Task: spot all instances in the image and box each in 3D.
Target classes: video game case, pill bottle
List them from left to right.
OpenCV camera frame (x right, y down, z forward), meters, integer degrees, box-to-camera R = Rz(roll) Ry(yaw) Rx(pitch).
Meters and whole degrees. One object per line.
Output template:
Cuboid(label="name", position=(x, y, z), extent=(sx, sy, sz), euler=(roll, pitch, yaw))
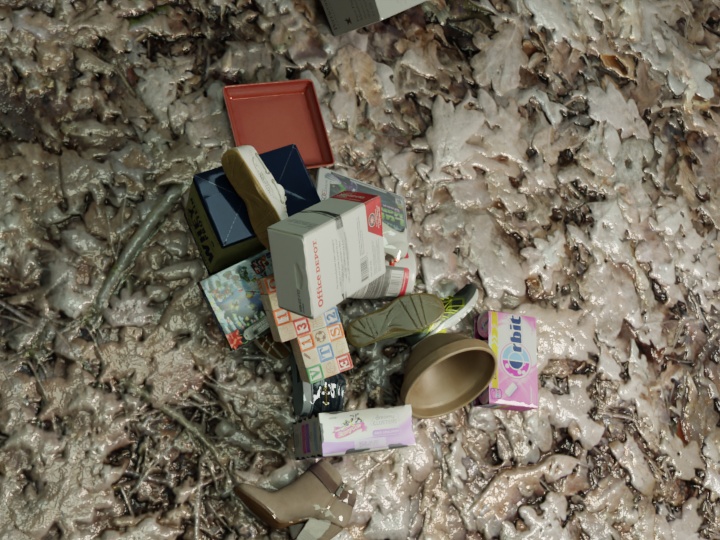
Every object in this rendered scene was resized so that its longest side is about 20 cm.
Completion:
Cuboid(label="pill bottle", position=(0.000, 0.000, 1.370), extent=(0.198, 0.111, 0.112), euler=(6, 72, -17))
Cuboid(label="video game case", position=(0.001, -0.127, 1.405), extent=(0.198, 0.023, 0.183), euler=(19, 35, -13))

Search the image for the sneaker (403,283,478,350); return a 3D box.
Cuboid(label="sneaker", position=(0.161, 0.082, 1.420), extent=(0.200, 0.074, 0.085), euler=(-41, 89, -25))

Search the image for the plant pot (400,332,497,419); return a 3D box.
Cuboid(label="plant pot", position=(0.156, 0.188, 1.346), extent=(0.199, 0.202, 0.093), euler=(-12, 46, -22))

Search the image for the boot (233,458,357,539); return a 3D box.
Cuboid(label="boot", position=(-0.106, 0.398, 1.243), extent=(0.200, 0.070, 0.146), euler=(42, 59, -4))

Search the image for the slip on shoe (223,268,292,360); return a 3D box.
Cuboid(label="slip on shoe", position=(-0.198, 0.081, 1.305), extent=(0.076, 0.061, 0.200), euler=(-43, 100, -18))

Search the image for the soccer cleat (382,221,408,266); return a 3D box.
Cuboid(label="soccer cleat", position=(-0.005, -0.067, 1.297), extent=(0.198, 0.069, 0.078), euler=(15, 73, -15))

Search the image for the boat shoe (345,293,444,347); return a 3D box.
Cuboid(label="boat shoe", position=(0.066, 0.099, 1.360), extent=(0.199, 0.063, 0.074), euler=(-23, 82, -7))

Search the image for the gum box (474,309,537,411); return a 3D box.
Cuboid(label="gum box", position=(0.300, 0.183, 1.440), extent=(0.112, 0.066, 0.202), euler=(9, 71, -18))

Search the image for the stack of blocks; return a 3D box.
Cuboid(label="stack of blocks", position=(-0.099, 0.094, 1.236), extent=(0.114, 0.058, 0.202), euler=(-18, 95, -21))

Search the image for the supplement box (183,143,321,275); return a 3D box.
Cuboid(label="supplement box", position=(-0.202, -0.108, 1.284), extent=(0.199, 0.200, 0.135), euler=(-22, 83, -23))

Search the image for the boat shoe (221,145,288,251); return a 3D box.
Cuboid(label="boat shoe", position=(-0.152, -0.118, 1.157), extent=(0.069, 0.070, 0.201), euler=(-37, 104, -49))

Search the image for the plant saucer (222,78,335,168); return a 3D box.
Cuboid(label="plant saucer", position=(-0.171, -0.292, 1.441), extent=(0.198, 0.037, 0.202), euler=(-11, 79, -22))

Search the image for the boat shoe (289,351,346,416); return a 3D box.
Cuboid(label="boat shoe", position=(-0.081, 0.174, 1.319), extent=(0.090, 0.071, 0.202), euler=(6, 73, -28))

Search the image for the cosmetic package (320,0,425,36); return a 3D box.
Cuboid(label="cosmetic package", position=(0.023, -0.623, 1.494), extent=(0.164, 0.199, 0.166), euler=(-32, 111, -25))

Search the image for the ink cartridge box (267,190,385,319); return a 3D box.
Cuboid(label="ink cartridge box", position=(-0.051, -0.031, 1.149), extent=(0.199, 0.083, 0.146), euler=(-32, 125, -45))

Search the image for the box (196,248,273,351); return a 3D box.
Cuboid(label="box", position=(-0.176, 0.039, 1.263), extent=(0.199, 0.040, 0.138), euler=(-28, 96, -20))

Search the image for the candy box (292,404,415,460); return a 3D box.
Cuboid(label="candy box", position=(-0.017, 0.288, 1.228), extent=(0.166, 0.200, 0.072), euler=(-1, 74, -18))
